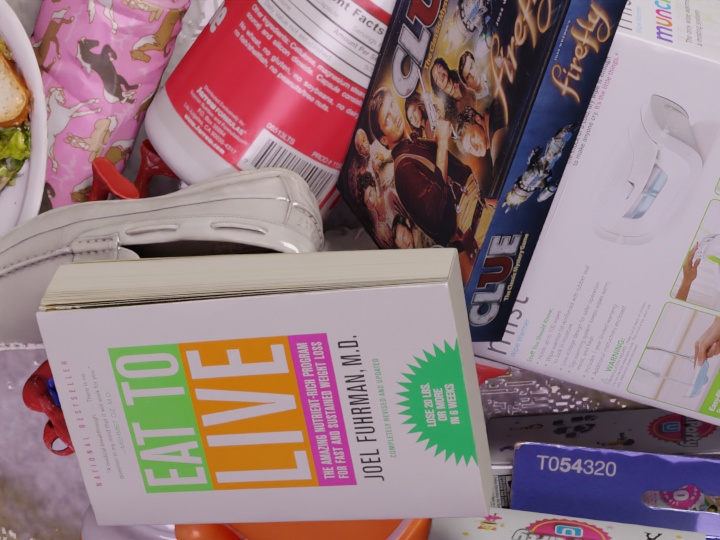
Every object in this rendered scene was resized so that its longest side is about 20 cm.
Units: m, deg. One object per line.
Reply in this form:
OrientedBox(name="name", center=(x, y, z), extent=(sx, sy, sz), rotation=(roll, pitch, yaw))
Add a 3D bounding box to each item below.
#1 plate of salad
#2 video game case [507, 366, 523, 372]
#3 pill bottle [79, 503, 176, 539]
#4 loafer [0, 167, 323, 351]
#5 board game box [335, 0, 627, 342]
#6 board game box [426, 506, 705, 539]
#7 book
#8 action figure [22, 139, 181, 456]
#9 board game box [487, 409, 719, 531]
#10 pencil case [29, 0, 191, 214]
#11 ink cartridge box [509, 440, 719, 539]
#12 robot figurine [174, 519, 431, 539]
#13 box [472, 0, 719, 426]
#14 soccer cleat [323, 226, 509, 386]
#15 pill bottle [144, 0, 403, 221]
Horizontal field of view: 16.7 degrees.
OrientedBox(name="plate of salad", center=(-0.240, -0.063, 1.304), extent=(0.199, 0.048, 0.202), rotation=(-1, 88, 40))
OrientedBox(name="video game case", center=(0.175, -0.020, 1.312), extent=(0.198, 0.017, 0.144), rotation=(-2, 102, -2))
OrientedBox(name="pill bottle", center=(-0.112, 0.196, 1.393), extent=(0.108, 0.109, 0.202), rotation=(11, 109, 3))
OrientedBox(name="loafer", center=(-0.115, 0.002, 1.224), extent=(0.198, 0.070, 0.070), rotation=(-18, 123, 9))
OrientedBox(name="board game box", center=(0.055, -0.086, 1.168), extent=(0.034, 0.136, 0.201), rotation=(0, 124, -29))
OrientedBox(name="board game box", center=(0.099, 0.231, 1.282), extent=(0.146, 0.064, 0.202), rotation=(7, 111, 5))
OrientedBox(name="book", center=(-0.043, 0.059, 1.177), extent=(0.198, 0.048, 0.135), rotation=(-4, 119, 13))
OrientedBox(name="action figure", center=(-0.126, 0.040, 1.323), extent=(0.099, 0.065, 0.201), rotation=(43, 130, 23))
OrientedBox(name="board game box", center=(0.173, 0.156, 1.363), extent=(0.198, 0.064, 0.149), rotation=(-4, 109, 9))
OrientedBox(name="pencil case", center=(-0.160, -0.083, 1.320), extent=(0.086, 0.083, 0.201), rotation=(27, 110, -1))
OrientedBox(name="ink cartridge box", center=(0.169, 0.198, 1.316), extent=(0.194, 0.043, 0.202), rotation=(4, 111, 5))
OrientedBox(name="robot figurine", center=(-0.028, 0.096, 1.297), extent=(0.116, 0.145, 0.200), rotation=(-1, 147, 42))
OrientedBox(name="box", center=(0.159, -0.036, 1.216), extent=(0.175, 0.097, 0.201), rotation=(15, 124, -5))
OrientedBox(name="soccer cleat", center=(0.000, 0.000, 1.340), extent=(0.198, 0.069, 0.086), rotation=(21, 105, -5))
OrientedBox(name="pill bottle", center=(-0.015, -0.124, 1.272), extent=(0.112, 0.112, 0.200), rotation=(36, 106, -6))
